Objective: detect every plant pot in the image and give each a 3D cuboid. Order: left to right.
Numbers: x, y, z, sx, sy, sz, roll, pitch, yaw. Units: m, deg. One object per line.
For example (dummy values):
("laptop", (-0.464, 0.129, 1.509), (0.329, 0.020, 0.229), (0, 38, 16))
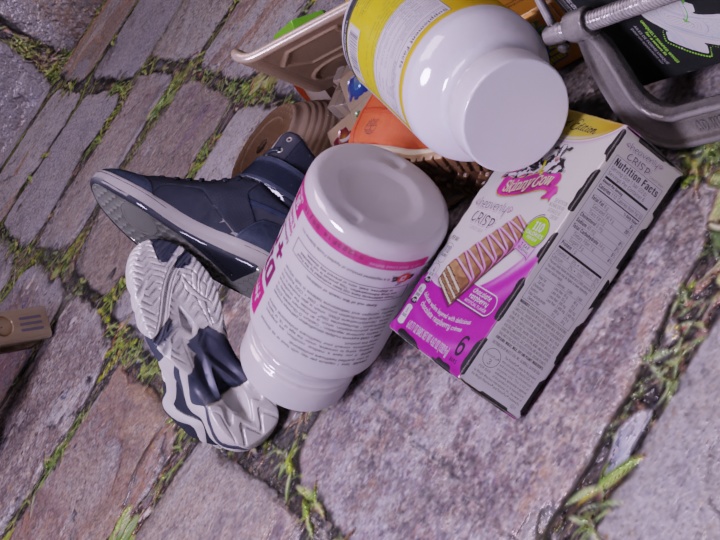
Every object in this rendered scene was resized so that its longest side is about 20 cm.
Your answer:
("plant pot", (-0.062, -0.096, 1.407), (0.201, 0.092, 0.202), (-44, 26, 28))

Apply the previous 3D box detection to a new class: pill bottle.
("pill bottle", (-0.020, 0.011, 1.110), (0.114, 0.112, 0.201), (-84, 17, -48))
("pill bottle", (0.068, -0.147, 1.037), (0.112, 0.112, 0.200), (-51, 34, 9))

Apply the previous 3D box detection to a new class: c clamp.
("c clamp", (0.190, -0.149, 0.916), (0.027, 0.172, 0.199), (-41, 22, -28))

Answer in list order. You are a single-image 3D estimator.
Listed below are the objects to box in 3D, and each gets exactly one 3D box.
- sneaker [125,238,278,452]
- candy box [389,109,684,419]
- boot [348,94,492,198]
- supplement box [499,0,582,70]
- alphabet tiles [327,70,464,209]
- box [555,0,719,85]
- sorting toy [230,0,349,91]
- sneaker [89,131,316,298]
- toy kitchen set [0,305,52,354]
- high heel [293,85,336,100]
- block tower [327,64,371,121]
("sneaker", (-0.155, 0.075, 1.276), (0.079, 0.200, 0.129), (-38, 2, -28))
("candy box", (0.117, -0.012, 0.999), (0.201, 0.061, 0.136), (-56, 23, -1))
("boot", (0.071, -0.117, 1.146), (0.199, 0.075, 0.108), (8, 71, 42))
("supplement box", (0.155, -0.251, 1.218), (0.066, 0.069, 0.201), (-26, 35, 33))
("alphabet tiles", (0.050, -0.127, 1.229), (0.200, 0.008, 0.169), (-37, 64, 38))
("box", (0.238, -0.230, 0.950), (0.149, 0.124, 0.199), (-55, 22, -23))
("sorting toy", (0.000, -0.221, 1.311), (0.198, 0.037, 0.185), (-20, -8, 17))
("sneaker", (-0.125, -0.072, 1.285), (0.147, 0.201, 0.077), (-59, -9, -28))
("toy kitchen set", (-0.466, 0.150, 1.882), (0.163, 0.179, 0.202), (-31, 73, 49))
("high heel", (-0.017, -0.221, 1.540), (0.096, 0.068, 0.200), (-41, 24, -9))
("block tower", (0.057, -0.166, 1.279), (0.199, 0.054, 0.058), (-9, 49, 45))
